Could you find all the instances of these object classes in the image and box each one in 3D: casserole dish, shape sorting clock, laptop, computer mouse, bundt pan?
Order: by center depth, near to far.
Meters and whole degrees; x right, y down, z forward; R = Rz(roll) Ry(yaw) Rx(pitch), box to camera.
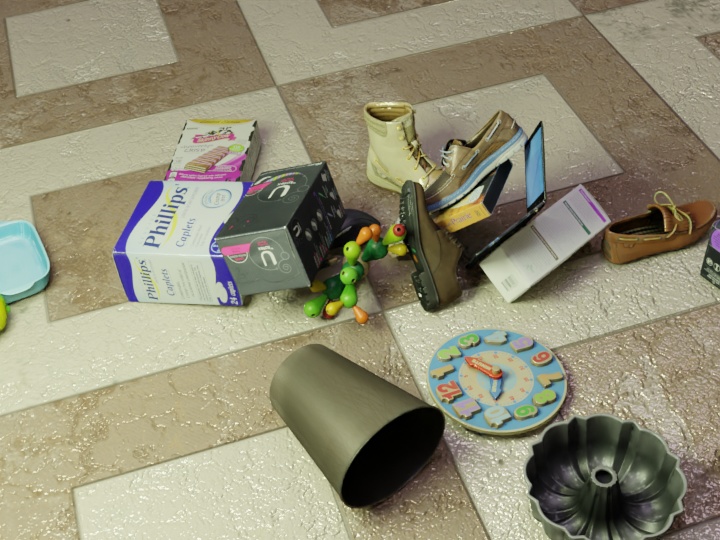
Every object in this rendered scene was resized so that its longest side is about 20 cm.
[{"bbox_3d":[0.303,0.280,1.371,0.201,0.076,0.202,-3,43,3],"label":"bundt pan"},{"bbox_3d":[0.192,0.151,1.546,0.199,0.039,0.201,-3,44,2],"label":"shape sorting clock"},{"bbox_3d":[0.216,-0.108,1.654,0.200,0.177,0.103,-38,85,-3],"label":"laptop"},{"bbox_3d":[-0.052,-0.052,1.752,0.199,0.046,0.140,-19,26,-14],"label":"computer mouse"},{"bbox_3d":[-0.574,-0.010,1.786,0.121,0.039,0.200,-21,43,-16],"label":"casserole dish"}]

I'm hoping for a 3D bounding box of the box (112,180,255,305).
[{"bbox_3d":[-0.265,-0.047,1.741,0.199,0.105,0.184,1,43,14],"label":"box"}]

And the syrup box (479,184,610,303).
[{"bbox_3d":[0.287,-0.043,1.694,0.200,0.079,0.082,-34,84,-28],"label":"syrup box"}]

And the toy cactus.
[{"bbox_3d":[0.000,0.000,1.670,0.102,0.200,0.165,37,9,-3],"label":"toy cactus"}]

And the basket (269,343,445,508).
[{"bbox_3d":[-0.020,0.195,1.457,0.180,0.137,0.200,-30,45,-29],"label":"basket"}]

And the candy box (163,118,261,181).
[{"bbox_3d":[-0.260,-0.187,1.932,0.136,0.061,0.201,1,43,7],"label":"candy box"}]

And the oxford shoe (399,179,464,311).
[{"bbox_3d":[0.110,-0.046,1.664,0.084,0.201,0.073,-17,14,-9],"label":"oxford shoe"}]

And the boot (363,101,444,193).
[{"bbox_3d":[0.094,-0.197,1.840,0.199,0.156,0.073,23,50,27],"label":"boot"}]

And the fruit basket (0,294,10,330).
[{"bbox_3d":[-0.626,0.087,1.625,0.214,0.156,0.217,-9,55,13],"label":"fruit basket"}]

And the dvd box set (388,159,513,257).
[{"bbox_3d":[0.140,-0.103,1.741,0.199,0.029,0.147,-23,25,38],"label":"dvd box set"}]

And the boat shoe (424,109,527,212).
[{"bbox_3d":[0.160,-0.172,1.695,0.200,0.072,0.072,-40,19,3],"label":"boat shoe"}]

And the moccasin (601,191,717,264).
[{"bbox_3d":[0.474,-0.075,1.733,0.200,0.078,0.074,-14,43,-9],"label":"moccasin"}]

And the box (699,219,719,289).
[{"bbox_3d":[0.634,-0.039,1.658,0.199,0.106,0.122,-26,49,-22],"label":"box"}]

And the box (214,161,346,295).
[{"bbox_3d":[-0.115,-0.066,1.648,0.122,0.106,0.200,-9,30,23],"label":"box"}]
